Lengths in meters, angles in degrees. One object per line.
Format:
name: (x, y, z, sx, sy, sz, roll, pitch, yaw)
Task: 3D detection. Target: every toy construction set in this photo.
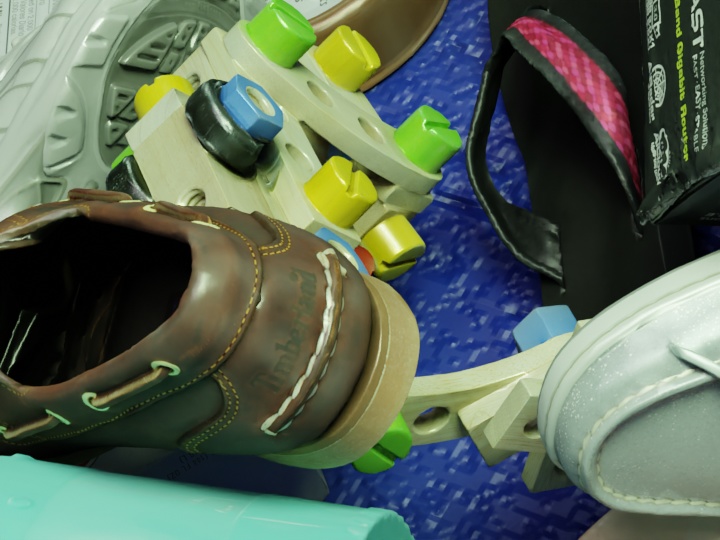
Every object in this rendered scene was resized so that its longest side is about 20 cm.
toy construction set: (0.000, 0.000, 0.828, 0.092, 0.131, 0.200, -54, 46, 9)

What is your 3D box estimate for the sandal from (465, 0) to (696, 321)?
sandal: (0.061, -0.033, 0.874, 0.045, 0.075, 0.200, 13, 50, -27)

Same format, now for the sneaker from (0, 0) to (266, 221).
sneaker: (-0.108, -0.042, 0.922, 0.099, 0.078, 0.200, 28, 83, 40)

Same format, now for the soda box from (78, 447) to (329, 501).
soda box: (-0.114, 0.079, 0.865, 0.200, 0.064, 0.068, -31, 53, -3)

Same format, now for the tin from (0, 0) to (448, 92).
tin: (-0.068, -0.096, 0.992, 0.200, 0.042, 0.112, -11, 57, 12)

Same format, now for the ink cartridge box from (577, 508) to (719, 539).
ink cartridge box: (0.166, 0.075, 0.760, 0.200, 0.050, 0.162, -43, 54, -10)

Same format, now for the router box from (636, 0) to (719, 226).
router box: (0.170, -0.085, 0.761, 0.200, 0.062, 0.150, 2, 76, -14)

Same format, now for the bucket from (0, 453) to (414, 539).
bucket: (-0.063, 0.141, 0.719, 0.135, 0.207, 0.207, 4, 57, 13)

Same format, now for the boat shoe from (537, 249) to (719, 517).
boat shoe: (0.146, 0.034, 0.738, 0.202, 0.074, 0.065, -2, 40, -7)

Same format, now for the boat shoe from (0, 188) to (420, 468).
boat shoe: (-0.071, 0.010, 0.743, 0.200, 0.070, 0.070, -5, 69, 52)
